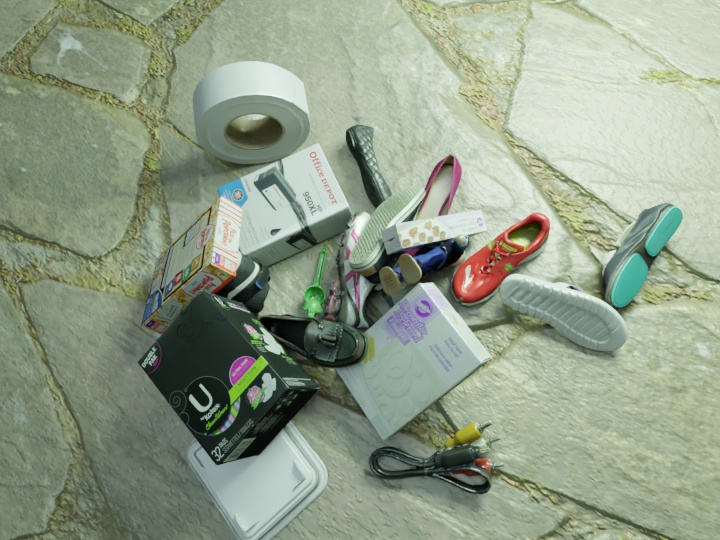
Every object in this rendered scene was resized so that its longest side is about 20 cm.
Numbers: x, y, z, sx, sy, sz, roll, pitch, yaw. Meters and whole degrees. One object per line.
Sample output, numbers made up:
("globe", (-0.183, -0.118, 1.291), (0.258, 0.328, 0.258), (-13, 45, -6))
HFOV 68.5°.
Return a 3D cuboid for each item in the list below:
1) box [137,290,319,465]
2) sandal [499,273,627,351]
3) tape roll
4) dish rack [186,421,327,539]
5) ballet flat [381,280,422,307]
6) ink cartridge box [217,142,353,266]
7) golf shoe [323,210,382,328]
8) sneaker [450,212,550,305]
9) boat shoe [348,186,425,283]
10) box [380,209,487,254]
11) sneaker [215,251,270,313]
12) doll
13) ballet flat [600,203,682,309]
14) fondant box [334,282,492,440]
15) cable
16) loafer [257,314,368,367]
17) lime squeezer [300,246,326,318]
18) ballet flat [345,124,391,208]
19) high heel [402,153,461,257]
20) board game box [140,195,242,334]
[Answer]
("box", (-0.192, 0.154, 0.780), (0.200, 0.124, 0.149), (43, 92, 21))
("sandal", (0.320, 0.054, 0.828), (0.202, 0.083, 0.050), (28, 34, 9))
("tape roll", (-0.190, -0.272, 0.935), (0.202, 0.202, 0.071), (-12, 69, 4))
("dish rack", (-0.169, 0.303, 0.822), (0.172, 0.044, 0.200), (-41, 70, -5))
("ballet flat", (0.101, 0.067, 0.849), (0.072, 0.072, 0.200), (-36, 70, -5))
("ink cartridge box", (-0.129, -0.112, 0.934), (0.200, 0.084, 0.145), (-25, 70, -1))
("golf shoe", (0.000, 0.000, 0.889), (0.092, 0.073, 0.200), (11, 81, 1))
("sneaker", (0.224, -0.027, 0.853), (0.200, 0.085, 0.077), (-41, 70, -6))
("boat shoe", (0.051, -0.061, 0.856), (0.075, 0.062, 0.200), (-1, 47, 43))
("box", (0.120, -0.063, 0.837), (0.200, 0.041, 0.039), (-13, 86, -37))
("sneaker", (-0.231, 0.056, 0.901), (0.200, 0.112, 0.073), (-38, 37, 27))
("doll", (0.105, -0.013, 0.819), (0.136, 0.200, 0.049), (-34, 82, 37))
("ballet flat", (0.429, -0.025, 0.836), (0.073, 0.073, 0.200), (35, 80, 17))
("fondant box", (0.072, 0.135, 0.792), (0.200, 0.058, 0.144), (-44, 69, 20))
("cable", (0.117, 0.292, 0.797), (0.200, 0.050, 0.097), (-16, 87, 15))
("loafer", (-0.082, 0.106, 0.825), (0.200, 0.063, 0.072), (7, 78, 39))
("lime squeezer", (-0.072, 0.042, 0.870), (0.038, 0.200, 0.071), (26, 119, -12))
("ballet flat", (0.028, -0.181, 0.946), (0.057, 0.066, 0.200), (-15, 71, -14))
("high heel", (0.119, -0.095, 0.885), (0.067, 0.096, 0.200), (26, 77, 15))
("board game box", (-0.275, -0.007, 0.862), (0.200, 0.046, 0.152), (-35, 42, 30))
